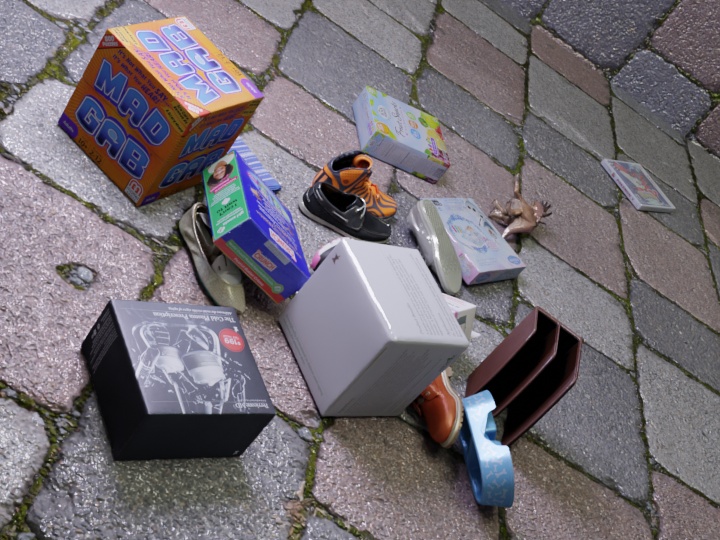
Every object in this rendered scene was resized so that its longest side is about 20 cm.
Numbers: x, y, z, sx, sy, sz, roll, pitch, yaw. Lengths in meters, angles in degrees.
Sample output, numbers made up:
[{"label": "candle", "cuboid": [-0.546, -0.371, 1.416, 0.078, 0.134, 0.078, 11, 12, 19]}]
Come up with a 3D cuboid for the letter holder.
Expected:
[{"label": "letter holder", "cuboid": [0.269, 0.186, 1.790, 0.100, 0.200, 0.142, 35, 33, -7]}]

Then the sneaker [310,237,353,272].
[{"label": "sneaker", "cuboid": [0.000, 0.000, 1.858, 0.199, 0.074, 0.088, 7, 38, -48]}]

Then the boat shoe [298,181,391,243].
[{"label": "boat shoe", "cuboid": [-0.017, -0.106, 1.978, 0.199, 0.068, 0.072, 25, 40, -29]}]

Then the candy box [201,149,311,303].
[{"label": "candy box", "cuboid": [-0.168, -0.070, 1.695, 0.169, 0.077, 0.201, 49, 13, -37]}]

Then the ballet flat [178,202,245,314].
[{"label": "ballet flat", "cuboid": [-0.228, -0.023, 1.662, 0.067, 0.062, 0.201, -3, 52, -48]}]

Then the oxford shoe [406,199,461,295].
[{"label": "oxford shoe", "cuboid": [0.144, -0.041, 2.081, 0.075, 0.058, 0.201, 3, 62, -54]}]

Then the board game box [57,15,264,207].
[{"label": "board game box", "cuboid": [-0.322, -0.261, 1.728, 0.200, 0.200, 0.200, 45, 32, 8]}]

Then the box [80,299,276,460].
[{"label": "box", "cuboid": [-0.241, 0.144, 1.406, 0.199, 0.104, 0.183, 6, 47, -42]}]

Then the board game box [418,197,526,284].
[{"label": "board game box", "cuboid": [0.225, -0.064, 2.189, 0.199, 0.043, 0.199, -5, 52, -53]}]

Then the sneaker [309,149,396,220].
[{"label": "sneaker", "cuboid": [0.009, -0.161, 2.028, 0.199, 0.112, 0.078, 12, 42, -37]}]

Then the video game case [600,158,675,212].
[{"label": "video game case", "cuboid": [0.789, -0.240, 3.016, 0.199, 0.023, 0.183, 0, 50, -46]}]

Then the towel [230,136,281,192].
[{"label": "towel", "cuboid": [-0.240, -0.210, 1.916, 0.200, 0.024, 0.144, 51, 33, 17]}]

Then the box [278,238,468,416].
[{"label": "box", "cuboid": [0.017, 0.093, 1.645, 0.171, 0.200, 0.200, 7, 45, -43]}]

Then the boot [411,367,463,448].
[{"label": "boot", "cuboid": [0.101, 0.204, 1.725, 0.107, 0.075, 0.201, 19, 29, -24]}]

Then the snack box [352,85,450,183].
[{"label": "snack box", "cuboid": [0.088, -0.296, 2.320, 0.199, 0.068, 0.169, 19, 38, -27]}]

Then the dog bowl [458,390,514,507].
[{"label": "dog bowl", "cuboid": [0.195, 0.284, 1.687, 0.049, 0.112, 0.201, -5, 45, -6]}]

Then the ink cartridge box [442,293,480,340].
[{"label": "ink cartridge box", "cuboid": [0.119, 0.082, 1.843, 0.117, 0.068, 0.199, 20, 18, 35]}]

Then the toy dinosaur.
[{"label": "toy dinosaur", "cuboid": [0.367, -0.121, 2.384, 0.135, 0.086, 0.201, 39, 37, -14]}]
